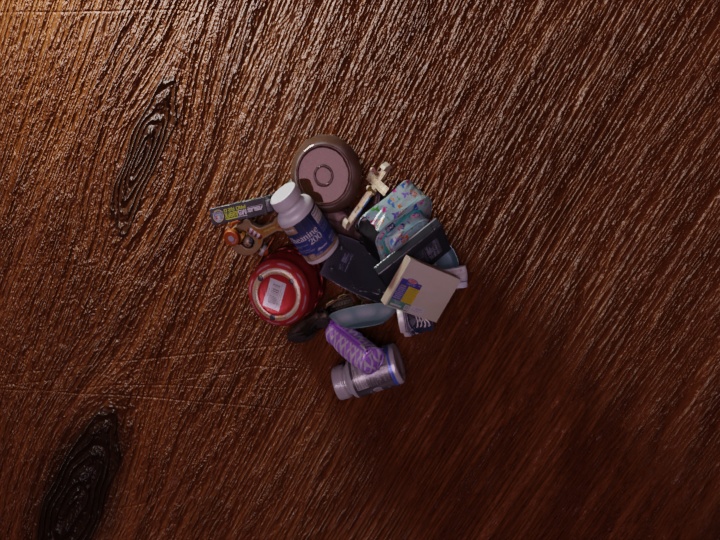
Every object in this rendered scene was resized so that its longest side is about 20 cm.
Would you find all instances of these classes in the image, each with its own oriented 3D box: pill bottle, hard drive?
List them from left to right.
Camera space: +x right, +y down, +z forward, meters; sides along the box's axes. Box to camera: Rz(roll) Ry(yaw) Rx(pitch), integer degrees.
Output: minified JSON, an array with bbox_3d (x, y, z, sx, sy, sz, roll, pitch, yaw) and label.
[{"bbox_3d":[-0.149,-0.125,1.573,0.109,0.112,0.202,-28,121,14],"label":"pill bottle"},{"bbox_3d":[0.000,0.000,1.631,0.195,0.042,0.138,24,75,5],"label":"hard drive"},{"bbox_3d":[0.021,0.291,1.700,0.194,0.114,0.117,-20,98,14],"label":"pill bottle"},{"bbox_3d":[0.134,-0.030,1.516,0.198,0.140,0.033,-38,60,0],"label":"hard drive"}]

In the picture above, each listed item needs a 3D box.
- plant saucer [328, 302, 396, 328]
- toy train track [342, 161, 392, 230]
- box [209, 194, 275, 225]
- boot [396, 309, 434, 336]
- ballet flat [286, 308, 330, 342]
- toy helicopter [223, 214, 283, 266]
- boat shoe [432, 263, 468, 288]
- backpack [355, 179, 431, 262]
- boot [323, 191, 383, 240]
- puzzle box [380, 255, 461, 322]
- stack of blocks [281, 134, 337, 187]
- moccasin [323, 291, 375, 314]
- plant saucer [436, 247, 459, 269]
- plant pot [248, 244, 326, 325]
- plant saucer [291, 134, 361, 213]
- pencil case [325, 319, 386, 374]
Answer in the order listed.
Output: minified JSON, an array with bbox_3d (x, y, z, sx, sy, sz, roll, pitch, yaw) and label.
[{"bbox_3d":[0.012,0.127,1.620,0.194,0.201,0.040,-12,77,12],"label":"plant saucer"},{"bbox_3d":[0.010,-0.197,1.558,0.032,0.115,0.203,27,103,-36],"label":"toy train track"},{"bbox_3d":[-0.294,-0.169,1.613,0.154,0.200,0.046,-11,99,11],"label":"box"},{"bbox_3d":[0.148,0.130,1.610,0.087,0.200,0.075,-11,76,8],"label":"boot"},{"bbox_3d":[-0.148,0.157,1.707,0.066,0.048,0.199,16,146,-30],"label":"ballet flat"},{"bbox_3d":[-0.278,-0.097,1.687,0.195,0.080,0.135,-21,115,21],"label":"toy helicopter"},{"bbox_3d":[0.190,0.005,1.602,0.194,0.075,0.090,-2,96,3],"label":"boat shoe"},{"bbox_3d":[0.103,-0.123,1.550,0.150,0.179,0.200,38,77,23],"label":"backpack"},{"bbox_3d":[-0.039,-0.177,1.643,0.193,0.064,0.193,13,102,12],"label":"boot"},{"bbox_3d":[0.155,0.049,1.517,0.196,0.025,0.136,20,107,-39],"label":"puzzle box"},{"bbox_3d":[-0.117,-0.263,1.635,0.197,0.059,0.117,-34,94,15],"label":"stack of blocks"},{"bbox_3d":[-0.013,0.085,1.680,0.194,0.078,0.076,-11,100,12],"label":"moccasin"},{"bbox_3d":[0.176,-0.002,1.656,0.192,0.027,0.208,2,101,9],"label":"plant saucer"},{"bbox_3d":[-0.203,0.046,1.654,0.193,0.183,0.208,2,104,7],"label":"plant pot"},{"bbox_3d":[-0.094,-0.253,1.585,0.192,0.035,0.208,2,102,9],"label":"plant saucer"},{"bbox_3d":[-0.019,0.208,1.653,0.084,0.198,0.086,-48,132,-12],"label":"pencil case"}]
